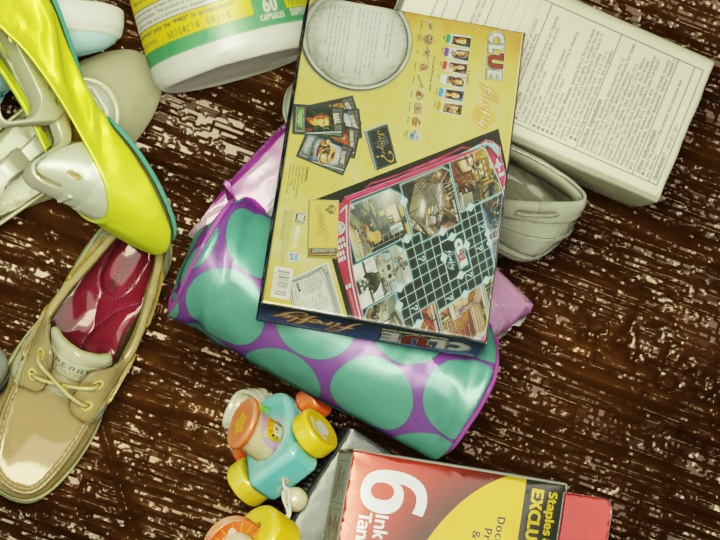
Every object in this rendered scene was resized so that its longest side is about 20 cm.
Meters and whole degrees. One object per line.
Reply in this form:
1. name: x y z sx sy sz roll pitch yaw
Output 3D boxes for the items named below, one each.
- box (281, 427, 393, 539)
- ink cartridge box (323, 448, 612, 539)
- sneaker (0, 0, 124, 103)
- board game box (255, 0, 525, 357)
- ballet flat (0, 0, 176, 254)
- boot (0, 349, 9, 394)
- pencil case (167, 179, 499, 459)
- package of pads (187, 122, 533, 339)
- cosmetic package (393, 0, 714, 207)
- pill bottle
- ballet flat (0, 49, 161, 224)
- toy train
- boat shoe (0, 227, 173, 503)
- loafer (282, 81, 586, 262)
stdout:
1. box: 0.021 0.226 1.633 0.200 0.104 0.182 33 83 -4
2. ink cartridge box: 0.060 0.217 1.544 0.175 0.084 0.201 9 85 -6
3. sneaker: -0.243 -0.121 1.643 0.199 0.074 0.082 -9 88 5
4. board game box: 0.019 -0.057 1.544 0.135 0.035 0.201 10 70 -4
5. ballet flat: -0.186 -0.088 1.581 0.067 0.067 0.200 -31 97 -34
6. boot: -0.291 -0.004 1.587 0.200 0.132 0.070 32 46 -1
7. pencil case: -0.015 0.032 1.576 0.200 0.085 0.093 28 82 -2
8. package of pads: 0.000 0.000 1.657 0.200 0.076 0.121 44 82 -2
9. cosmetic package: 0.111 -0.125 1.670 0.200 0.087 0.104 25 86 -5
10. pill bottle: -0.103 -0.222 1.640 0.112 0.113 0.201 -16 88 -7
11. ballet flat: -0.207 -0.072 1.644 0.200 0.069 0.070 -38 91 -7
12. toy train: -0.094 0.149 1.598 0.056 0.150 0.200 37 66 -34
13. boat shoe: -0.181 0.052 1.639 0.074 0.066 0.200 24 85 -4
14. loafer: 0.048 -0.073 1.608 0.200 0.070 0.070 24 51 -18
